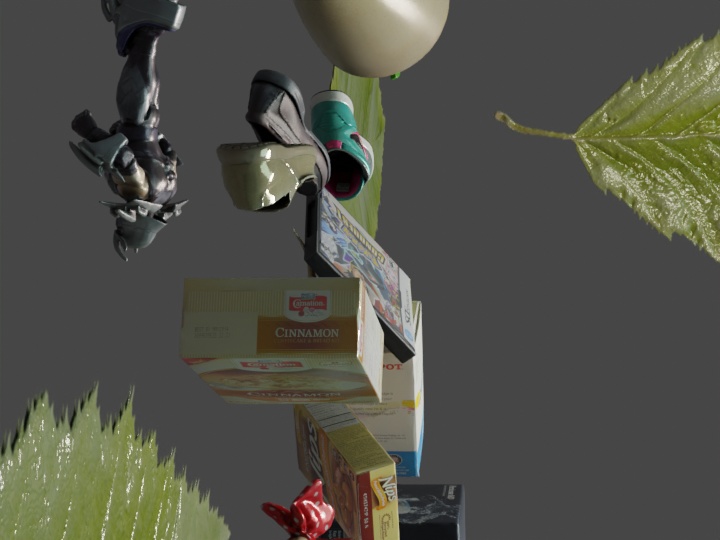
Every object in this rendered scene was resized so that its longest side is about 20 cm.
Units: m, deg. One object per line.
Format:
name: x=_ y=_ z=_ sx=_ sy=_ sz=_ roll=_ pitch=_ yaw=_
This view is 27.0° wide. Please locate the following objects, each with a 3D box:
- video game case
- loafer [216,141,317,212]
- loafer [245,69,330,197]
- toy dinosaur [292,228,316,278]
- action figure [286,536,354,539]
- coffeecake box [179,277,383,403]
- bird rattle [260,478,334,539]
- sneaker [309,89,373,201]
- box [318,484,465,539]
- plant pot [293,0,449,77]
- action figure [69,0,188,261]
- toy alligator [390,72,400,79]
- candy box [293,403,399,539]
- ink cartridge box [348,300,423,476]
video game case: x=0.000 y=0.000 z=1.926 sx=0.200 sy=0.025 sz=0.181 roll=47 pitch=21 yaw=-25
loafer: x=-0.093 y=-0.091 z=1.469 sx=0.200 sy=0.076 sz=0.068 roll=-13 pitch=105 yaw=-74
loafer: x=-0.085 y=-0.133 z=1.607 sx=0.200 sy=0.072 sz=0.063 roll=69 pitch=41 yaw=-57
toy dinosaur: x=-0.057 y=0.056 z=1.838 sx=0.101 sy=0.058 sz=0.200 roll=73 pitch=19 yaw=-66
action figure: x=-0.048 y=0.361 z=1.784 sx=0.200 sy=0.099 sz=0.065 roll=68 pitch=23 yaw=-67
coffeecake box: x=-0.065 y=0.066 z=1.342 sx=0.200 sy=0.153 sz=0.073 roll=68 pitch=23 yaw=-73
bird rattle: x=-0.062 y=0.330 z=1.587 sx=0.200 sy=0.112 sz=0.163 roll=-102 pitch=171 yaw=-74
sneaker: x=-0.021 y=-0.138 z=2.017 sx=0.200 sy=0.083 sz=0.121 roll=64 pitch=21 yaw=-58
box: x=0.050 y=0.389 z=2.174 sx=0.197 sy=0.200 sz=0.118 roll=-55 pitch=144 yaw=-80
plant pot: x=-0.011 y=-0.351 z=1.816 sx=0.200 sy=0.187 sz=0.188 roll=25 pitch=65 yaw=-67
action figure: x=-0.149 y=-0.106 z=0.996 sx=0.130 sy=0.069 sz=0.200 roll=-99 pitch=-167 yaw=-86
toy alligator: x=0.053 y=-0.457 z=2.835 sx=0.054 sy=0.059 sz=0.200 roll=20 pitch=64 yaw=-40
candy box: x=-0.019 y=0.235 z=1.807 sx=0.200 sy=0.055 sz=0.116 roll=-136 pitch=-142 yaw=-55
ink cartridge box: x=0.009 y=0.156 z=2.032 sx=0.145 sy=0.147 sz=0.200 roll=-78 pitch=167 yaw=-61
